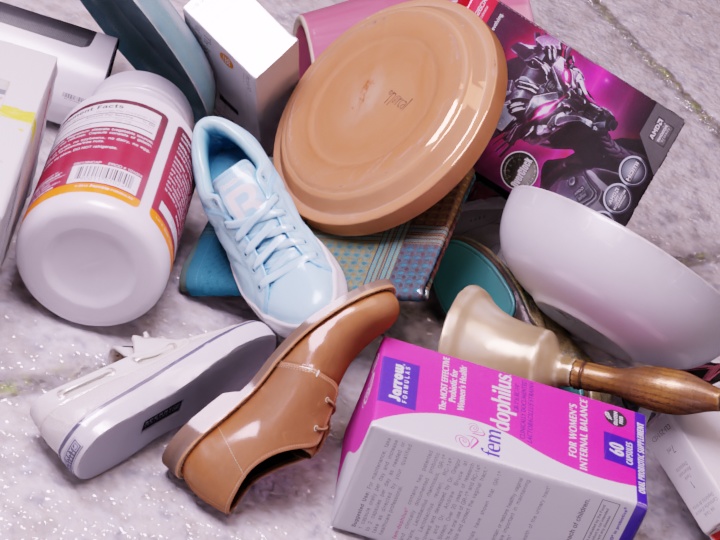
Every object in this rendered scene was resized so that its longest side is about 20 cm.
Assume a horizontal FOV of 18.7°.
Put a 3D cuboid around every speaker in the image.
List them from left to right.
[{"bbox_3d":[-0.297,-0.175,1.728,0.199,0.081,0.081,17,37,-6],"label":"speaker"}]

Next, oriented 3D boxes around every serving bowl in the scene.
[{"bbox_3d":[0.181,0.017,1.612,0.199,0.066,0.200,32,-6,4],"label":"serving bowl"}]

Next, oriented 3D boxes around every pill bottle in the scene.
[{"bbox_3d":[-0.180,-0.060,1.615,0.112,0.113,0.200,18,36,-5],"label":"pill bottle"}]

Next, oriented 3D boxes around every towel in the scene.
[{"bbox_3d":[-0.025,-0.030,1.638,0.199,0.022,0.147,3,45,23],"label":"towel"}]

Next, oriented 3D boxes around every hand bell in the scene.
[{"bbox_3d":[0.164,0.075,1.566,0.199,0.105,0.104,8,30,25],"label":"hand bell"}]

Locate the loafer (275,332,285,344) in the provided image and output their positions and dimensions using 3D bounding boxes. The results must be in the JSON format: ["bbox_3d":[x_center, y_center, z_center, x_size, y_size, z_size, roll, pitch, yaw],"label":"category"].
[{"bbox_3d":[0.000,0.000,1.664,0.075,0.070,0.200,7,47,29],"label":"loafer"}]

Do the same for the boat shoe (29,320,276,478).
[{"bbox_3d":[-0.144,0.073,1.509,0.070,0.071,0.200,42,47,21],"label":"boat shoe"}]

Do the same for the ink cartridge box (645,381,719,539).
[{"bbox_3d":[0.329,0.150,1.601,0.199,0.045,0.177,-21,72,-32],"label":"ink cartridge box"}]

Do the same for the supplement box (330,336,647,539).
[{"bbox_3d":[0.090,0.139,1.515,0.199,0.104,0.101,16,36,-6],"label":"supplement box"}]

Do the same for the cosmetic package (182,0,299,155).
[{"bbox_3d":[-0.092,-0.157,1.712,0.082,0.200,0.051,42,78,10],"label":"cosmetic package"}]

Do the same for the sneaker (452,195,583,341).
[{"bbox_3d":[0.151,0.007,1.738,0.199,0.076,0.092,15,41,-8],"label":"sneaker"}]

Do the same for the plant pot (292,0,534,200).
[{"bbox_3d":[0.040,-0.154,1.797,0.178,0.201,0.201,-5,42,-9],"label":"plant pot"}]

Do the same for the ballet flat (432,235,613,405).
[{"bbox_3d":[0.126,0.053,1.680,0.070,0.071,0.200,-11,47,-36],"label":"ballet flat"}]

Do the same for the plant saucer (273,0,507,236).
[{"bbox_3d":[0.017,-0.119,1.626,0.032,0.200,0.201,41,18,-44],"label":"plant saucer"}]

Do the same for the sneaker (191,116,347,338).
[{"bbox_3d":[-0.078,-0.033,1.574,0.200,0.074,0.082,56,4,38],"label":"sneaker"}]

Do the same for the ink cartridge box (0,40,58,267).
[{"bbox_3d":[-0.281,-0.052,1.529,0.083,0.146,0.200,16,36,-6],"label":"ink cartridge box"}]

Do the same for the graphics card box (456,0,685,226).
[{"bbox_3d":[0.136,-0.114,1.688,0.199,0.126,0.051,32,-5,-10],"label":"graphics card box"}]

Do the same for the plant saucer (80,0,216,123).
[{"bbox_3d":[-0.174,-0.198,1.690,0.027,0.200,0.200,-41,63,-11],"label":"plant saucer"}]

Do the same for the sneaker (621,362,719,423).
[{"bbox_3d":[0.287,0.095,1.704,0.199,0.079,0.095,-7,34,-36],"label":"sneaker"}]

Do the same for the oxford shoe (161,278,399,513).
[{"bbox_3d":[-0.039,0.088,1.491,0.200,0.071,0.071,-44,70,-9],"label":"oxford shoe"}]
